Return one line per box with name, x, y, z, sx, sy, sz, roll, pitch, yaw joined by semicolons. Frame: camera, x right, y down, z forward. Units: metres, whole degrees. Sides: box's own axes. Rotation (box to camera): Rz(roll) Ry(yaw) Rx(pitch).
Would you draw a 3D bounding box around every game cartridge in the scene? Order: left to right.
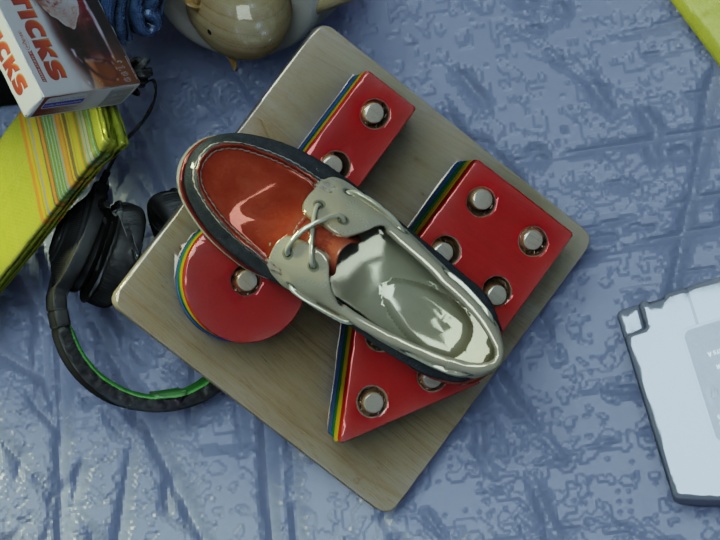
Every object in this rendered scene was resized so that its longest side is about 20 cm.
game cartridge;0.255;0.056;1.384;0.199;0.040;0.134;-17;70;6

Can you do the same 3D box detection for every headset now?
headset;-0.119;-0.019;1.428;0.123;0.094;0.201;-8;89;-17

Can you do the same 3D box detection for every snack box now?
snack box;-0.194;-0.177;1.367;0.024;0.072;0.201;-40;72;41

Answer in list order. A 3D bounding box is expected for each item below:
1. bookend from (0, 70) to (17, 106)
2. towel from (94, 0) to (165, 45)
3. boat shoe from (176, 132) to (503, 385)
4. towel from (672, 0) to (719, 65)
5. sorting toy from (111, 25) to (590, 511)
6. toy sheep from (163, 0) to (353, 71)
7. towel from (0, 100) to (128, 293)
bookend;-0.262;-0.217;1.467;0.092;0.199;0.201;-8;73;9
towel;-0.148;-0.218;1.448;0.048;0.200;0.112;6;118;-21
boat shoe;-0.009;-0.007;1.321;0.200;0.063;0.071;36;87;-7
towel;0.226;-0.166;1.449;0.086;0.018;0.200;-35;73;5
sorting toy;0.000;0.000;1.388;0.200;0.070;0.199;38;85;-8
toy sheep;-0.059;-0.201;1.461;0.137;0.138;0.201;-2;47;10
towel;-0.196;-0.044;1.440;0.200;0.018;0.086;-47;44;36
